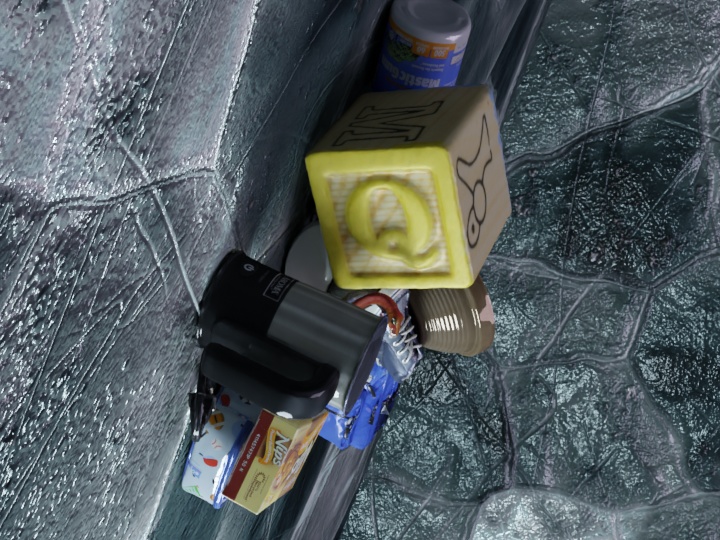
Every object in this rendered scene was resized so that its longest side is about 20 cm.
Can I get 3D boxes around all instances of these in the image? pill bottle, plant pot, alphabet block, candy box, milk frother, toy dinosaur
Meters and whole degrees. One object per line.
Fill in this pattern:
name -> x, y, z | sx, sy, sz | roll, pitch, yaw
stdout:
pill bottle -> 0.074, -0.263, 1.632 | 0.112, 0.111, 0.202 | -56, 165, -49
plant pot -> 0.096, 0.040, 1.681 | 0.092, 0.202, 0.202 | -27, 155, -19
alphabet block -> 0.067, -0.108, 1.533 | 0.200, 0.194, 0.198 | -53, 135, -54
candy box -> -0.103, 0.225, 1.502 | 0.117, 0.055, 0.200 | -63, 172, 3
milk frother -> -0.093, 0.115, 1.338 | 0.201, 0.186, 0.181 | 102, 15, -50
toy dinosaur -> -0.039, 0.091, 1.476 | 0.199, 0.106, 0.181 | -16, 158, -51

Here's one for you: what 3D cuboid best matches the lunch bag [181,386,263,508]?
lunch bag -> -0.153, 0.201, 1.554 | 0.200, 0.075, 0.162 | -53, 165, -54

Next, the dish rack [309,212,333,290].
dish rack -> -0.032, -0.051, 1.707 | 0.154, 0.054, 0.202 | -58, 167, -48

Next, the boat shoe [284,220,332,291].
boat shoe -> -0.067, 0.005, 1.619 | 0.069, 0.071, 0.202 | -89, -175, -51

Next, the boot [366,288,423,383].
boot -> 0.053, 0.079, 1.611 | 0.073, 0.090, 0.200 | -41, 167, -21

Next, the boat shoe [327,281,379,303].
boat shoe -> 0.001, 0.000, 1.679 | 0.201, 0.069, 0.073 | -56, 158, -68

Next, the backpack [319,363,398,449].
backpack -> -0.014, 0.186, 2.031 | 0.168, 0.161, 0.202 | -48, 161, -61
